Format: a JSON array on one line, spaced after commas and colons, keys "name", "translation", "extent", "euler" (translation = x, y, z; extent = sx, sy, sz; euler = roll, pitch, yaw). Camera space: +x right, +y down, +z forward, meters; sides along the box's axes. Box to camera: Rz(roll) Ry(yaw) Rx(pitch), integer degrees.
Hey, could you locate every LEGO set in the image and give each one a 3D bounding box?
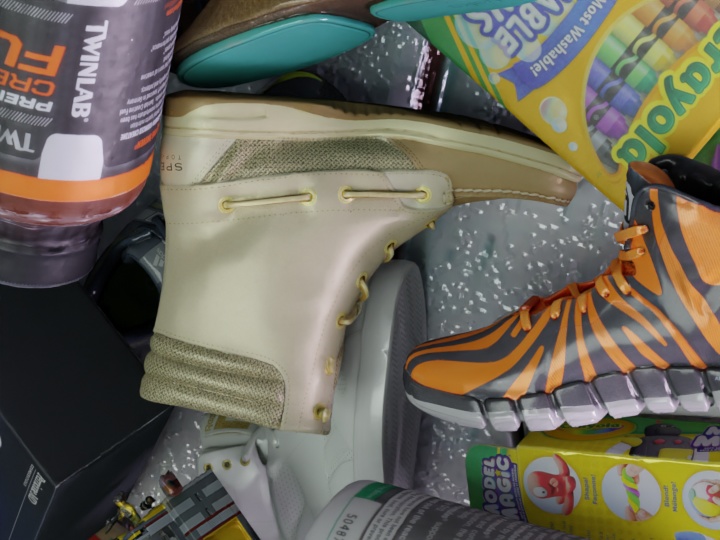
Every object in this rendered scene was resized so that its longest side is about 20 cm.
[{"name": "LEGO set", "translation": [-0.118, 0.180, 1.217], "extent": [0.116, 0.154, 0.200], "euler": [55, 158, 6]}]

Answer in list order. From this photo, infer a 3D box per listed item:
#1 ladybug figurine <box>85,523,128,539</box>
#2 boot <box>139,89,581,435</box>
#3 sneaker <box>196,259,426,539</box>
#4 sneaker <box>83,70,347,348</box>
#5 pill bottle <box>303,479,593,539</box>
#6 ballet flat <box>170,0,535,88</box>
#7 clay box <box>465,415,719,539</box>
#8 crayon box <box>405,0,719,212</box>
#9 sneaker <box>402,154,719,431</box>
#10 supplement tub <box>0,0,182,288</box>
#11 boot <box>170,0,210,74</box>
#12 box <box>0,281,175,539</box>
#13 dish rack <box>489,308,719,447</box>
[{"name": "ladybug figurine", "translation": [-0.154, 0.215, 1.364], "extent": [0.136, 0.072, 0.200], "euler": [-32, 95, 32]}, {"name": "boot", "translation": [0.000, 0.000, 1.147], "extent": [0.200, 0.073, 0.156], "euler": [5, 95, -12]}, {"name": "sneaker", "translation": [-0.031, 0.078, 1.248], "extent": [0.115, 0.074, 0.200], "euler": [14, 117, 17]}, {"name": "sneaker", "translation": [-0.072, -0.020, 1.223], "extent": [0.074, 0.081, 0.200], "euler": [45, 122, 2]}, {"name": "pill bottle", "translation": [0.074, 0.171, 1.107], "extent": [0.200, 0.113, 0.113], "euler": [13, 115, 22]}, {"name": "ballet flat", "translation": [-0.003, -0.137, 1.101], "extent": [0.200, 0.068, 0.072], "euler": [-14, 76, 34]}, {"name": "clay box", "translation": [0.152, 0.129, 1.146], "extent": [0.200, 0.048, 0.115], "euler": [4, 114, 26]}, {"name": "crayon box", "translation": [0.117, -0.115, 1.111], "extent": [0.200, 0.052, 0.126], "euler": [41, 122, 5]}, {"name": "sneaker", "translation": [0.110, 0.006, 1.101], "extent": [0.200, 0.078, 0.112], "euler": [-7, 108, 15]}, {"name": "supplement tub", "translation": [-0.137, -0.094, 1.099], "extent": [0.107, 0.107, 0.200], "euler": [22, 119, 16]}, {"name": "boot", "translation": [-0.115, -0.178, 1.171], "extent": [0.097, 0.075, 0.200], "euler": [-1, 118, 38]}, {"name": "box", "translation": [-0.178, 0.064, 1.246], "extent": [0.141, 0.079, 0.200], "euler": [49, 156, 8]}, {"name": "dish rack", "translation": [0.152, 0.105, 1.189], "extent": [0.172, 0.044, 0.200], "euler": [0, 110, 25]}]
